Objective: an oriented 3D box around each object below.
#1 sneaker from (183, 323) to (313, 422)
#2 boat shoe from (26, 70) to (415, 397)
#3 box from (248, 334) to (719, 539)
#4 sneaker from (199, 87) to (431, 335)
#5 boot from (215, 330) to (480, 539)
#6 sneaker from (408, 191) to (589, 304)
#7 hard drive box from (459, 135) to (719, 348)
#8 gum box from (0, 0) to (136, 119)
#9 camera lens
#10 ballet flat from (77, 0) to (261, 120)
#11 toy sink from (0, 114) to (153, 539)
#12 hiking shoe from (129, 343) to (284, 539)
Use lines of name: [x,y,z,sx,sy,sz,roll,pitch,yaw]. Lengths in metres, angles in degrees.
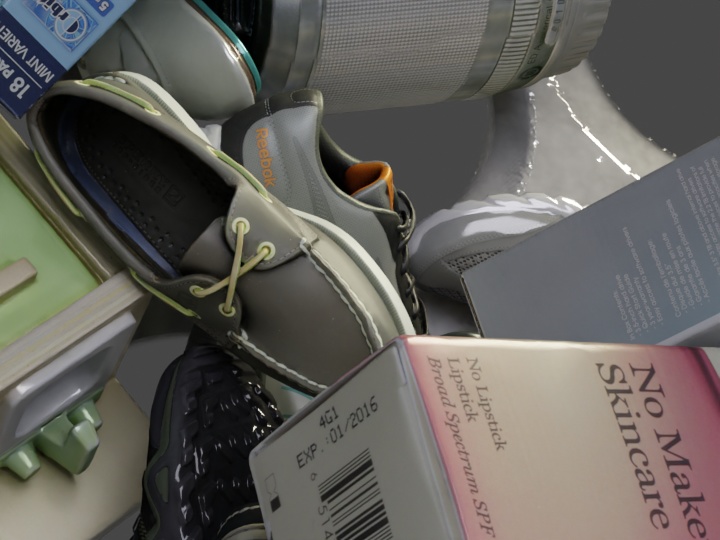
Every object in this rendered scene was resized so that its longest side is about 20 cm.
sneaker: [-0.028,0.094,0.977,0.080,0.070,0.201,8,55,-42]
boat shoe: [-0.062,-0.011,0.890,0.202,0.072,0.060,42,16,14]
box: [0.077,0.105,0.810,0.199,0.109,0.128,3,60,-38]
sneaker: [0.000,0.000,0.978,0.200,0.079,0.074,52,14,-30]
boot: [0.023,0.096,0.915,0.203,0.074,0.154,17,45,-26]
sneaker: [0.114,0.021,1.052,0.199,0.075,0.082,15,58,-13]
hard drive box: [0.170,0.007,0.919,0.156,0.200,0.077,25,41,-57]
gum box: [-0.114,-0.169,0.942,0.200,0.170,0.045,-46,116,-2]
camera lens: [0.008,-0.162,1.060,0.199,0.160,0.160,-7,66,-23]
ballet flat: [-0.117,-0.113,1.014,0.069,0.070,0.200,-15,35,-26]
toy sink: [-0.175,0.029,0.922,0.130,0.112,0.200,-34,79,-30]
hiking shoe: [-0.085,0.131,0.902,0.076,0.100,0.201,22,60,-43]
